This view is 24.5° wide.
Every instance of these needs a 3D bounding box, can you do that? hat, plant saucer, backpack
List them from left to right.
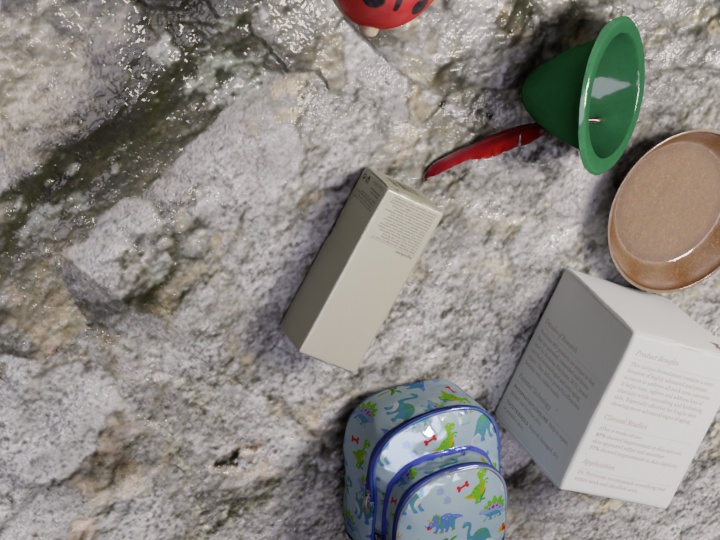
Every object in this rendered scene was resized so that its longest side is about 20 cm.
[{"bbox_3d":[0.078,0.234,1.855,0.182,0.147,0.202,-14,117,-20],"label":"backpack"},{"bbox_3d":[0.188,-0.193,1.772,0.200,0.175,0.167,-38,132,-50],"label":"hat"},{"bbox_3d":[0.362,-0.072,1.899,0.199,0.037,0.202,-10,118,-20],"label":"plant saucer"}]

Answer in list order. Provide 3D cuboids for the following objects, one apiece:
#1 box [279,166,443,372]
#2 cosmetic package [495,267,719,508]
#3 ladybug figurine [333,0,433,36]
[{"bbox_3d":[0.000,0.000,1.750,0.082,0.068,0.201,23,103,-31],"label":"box"},{"bbox_3d":[0.292,0.136,1.891,0.166,0.166,0.201,15,108,-30],"label":"cosmetic package"},{"bbox_3d":[0.037,-0.299,1.456,0.135,0.072,0.202,3,113,-26],"label":"ladybug figurine"}]
